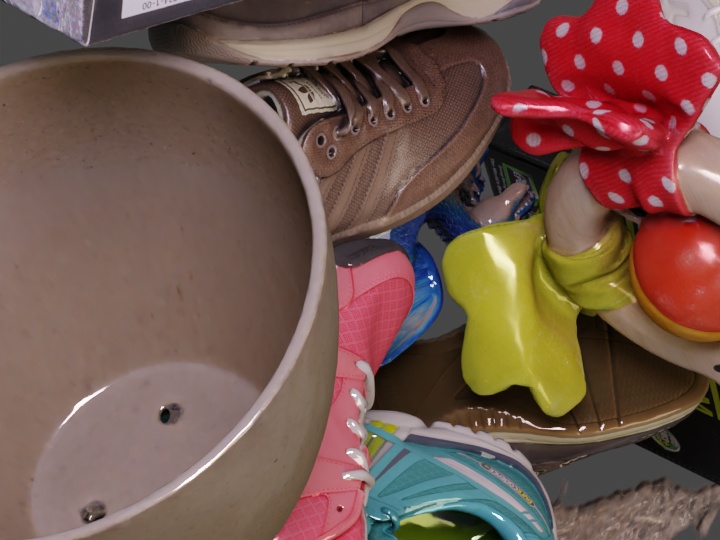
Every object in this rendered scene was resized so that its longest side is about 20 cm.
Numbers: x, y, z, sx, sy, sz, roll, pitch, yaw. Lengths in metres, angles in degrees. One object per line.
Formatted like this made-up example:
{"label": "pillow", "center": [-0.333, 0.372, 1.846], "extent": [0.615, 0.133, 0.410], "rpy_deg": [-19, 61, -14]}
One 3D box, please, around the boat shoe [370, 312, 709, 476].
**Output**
{"label": "boat shoe", "center": [0.057, 0.063, 1.211], "extent": [0.199, 0.074, 0.065], "rpy_deg": [-6, 147, -6]}

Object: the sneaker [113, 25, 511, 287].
{"label": "sneaker", "center": [-0.014, -0.051, 1.065], "extent": [0.200, 0.070, 0.076], "rpy_deg": [-35, 158, -24]}

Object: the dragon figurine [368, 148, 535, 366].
{"label": "dragon figurine", "center": [0.000, 0.000, 1.150], "extent": [0.200, 0.059, 0.100], "rpy_deg": [-47, 141, -23]}

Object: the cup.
{"label": "cup", "center": [-0.091, 0.043, 0.953], "extent": [0.200, 0.200, 0.143], "rpy_deg": [-49, 148, -18]}

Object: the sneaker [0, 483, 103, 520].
{"label": "sneaker", "center": [-0.112, 0.127, 1.077], "extent": [0.200, 0.079, 0.096], "rpy_deg": [26, 89, -55]}

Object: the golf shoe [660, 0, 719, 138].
{"label": "golf shoe", "center": [0.156, -0.112, 1.169], "extent": [0.075, 0.201, 0.092], "rpy_deg": [-2, 134, -13]}

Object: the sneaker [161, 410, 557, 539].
{"label": "sneaker", "center": [-0.011, 0.095, 1.121], "extent": [0.199, 0.080, 0.078], "rpy_deg": [8, 119, -12]}

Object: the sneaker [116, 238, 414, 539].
{"label": "sneaker", "center": [-0.022, 0.079, 1.051], "extent": [0.200, 0.086, 0.074], "rpy_deg": [-55, 158, -21]}

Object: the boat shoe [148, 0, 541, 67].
{"label": "boat shoe", "center": [-0.008, -0.126, 1.062], "extent": [0.199, 0.074, 0.074], "rpy_deg": [-19, 108, -45]}

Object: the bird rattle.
{"label": "bird rattle", "center": [0.125, -0.023, 1.104], "extent": [0.113, 0.162, 0.200], "rpy_deg": [-57, 175, -41]}

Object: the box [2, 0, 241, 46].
{"label": "box", "center": [-0.054, -0.173, 0.925], "extent": [0.199, 0.114, 0.133], "rpy_deg": [-21, 129, -41]}

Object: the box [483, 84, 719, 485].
{"label": "box", "center": [0.158, 0.024, 1.248], "extent": [0.048, 0.193, 0.201], "rpy_deg": [-44, 141, -23]}
